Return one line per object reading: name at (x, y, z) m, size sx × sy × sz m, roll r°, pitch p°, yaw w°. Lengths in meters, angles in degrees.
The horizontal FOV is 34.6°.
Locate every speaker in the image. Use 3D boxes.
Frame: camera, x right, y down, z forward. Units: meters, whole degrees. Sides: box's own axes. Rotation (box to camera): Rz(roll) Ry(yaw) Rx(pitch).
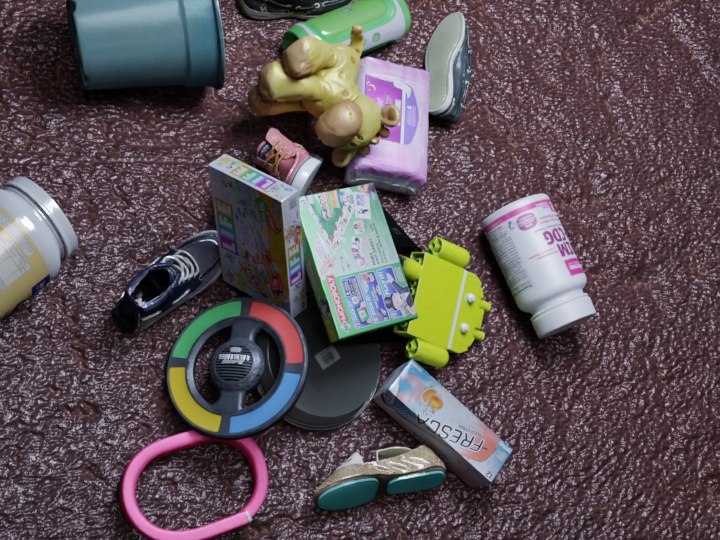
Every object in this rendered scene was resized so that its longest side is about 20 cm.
speaker at (-0.021, -0.372, 1.805) m, size 0.200 × 0.088 × 0.089 m, roll -28°, pitch 82°, yaw -27°

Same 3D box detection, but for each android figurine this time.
android figurine at (0.115, 0.050, 1.684) m, size 0.200 × 0.041 × 0.182 m, roll 24°, pitch 75°, yaw -38°

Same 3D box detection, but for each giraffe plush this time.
giraffe plush at (-0.039, -0.239, 1.674) m, size 0.200 × 0.173 × 0.162 m, roll -25°, pitch 82°, yaw -32°

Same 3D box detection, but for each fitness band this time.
fitness band at (-0.216, 0.282, 1.516) m, size 0.200 × 0.037 × 0.144 m, roll -14°, pitch 76°, yaw -25°

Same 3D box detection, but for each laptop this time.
laptop at (0.000, 0.000, 1.675) m, size 0.177 × 0.103 × 0.200 m, roll 0°, pitch 40°, yaw -44°

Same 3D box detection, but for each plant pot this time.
plant pot at (-0.309, -0.343, 1.636) m, size 0.196 × 0.200 × 0.200 m, roll -11°, pitch 75°, yaw -16°

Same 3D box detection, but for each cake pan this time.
cake pan at (-0.056, 0.122, 1.622) m, size 0.200 × 0.037 × 0.201 m, roll 7°, pitch 73°, yaw -24°

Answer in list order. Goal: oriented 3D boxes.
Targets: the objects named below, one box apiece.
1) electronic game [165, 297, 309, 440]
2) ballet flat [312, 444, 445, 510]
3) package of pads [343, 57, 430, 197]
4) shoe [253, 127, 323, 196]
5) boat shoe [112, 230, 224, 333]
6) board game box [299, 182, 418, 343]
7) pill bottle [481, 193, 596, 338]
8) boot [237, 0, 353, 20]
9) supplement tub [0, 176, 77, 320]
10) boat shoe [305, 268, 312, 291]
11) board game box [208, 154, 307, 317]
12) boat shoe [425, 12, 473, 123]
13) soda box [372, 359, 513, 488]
electronic game at (-0.165, 0.129, 1.545) m, size 0.200 × 0.042 × 0.200 m, roll -6°, pitch 64°, yaw 12°
ballet flat at (0.019, 0.282, 1.599) m, size 0.200 × 0.071 × 0.065 m, roll -5°, pitch 45°, yaw -25°
package of pads at (0.041, -0.219, 1.776) m, size 0.120 × 0.076 × 0.200 m, roll 10°, pitch 67°, yaw -18°
shoe at (-0.109, -0.149, 1.644) m, size 0.091 × 0.200 × 0.072 m, roll 28°, pitch 101°, yaw -4°
boat shoe at (-0.247, 0.004, 1.576) m, size 0.075 × 0.093 × 0.200 m, roll 45°, pitch 62°, yaw 0°
board game box at (-0.011, -0.013, 1.569) m, size 0.134 × 0.029 × 0.200 m, roll -13°, pitch 81°, yaw -33°
pill bottle at (0.275, -0.006, 1.763) m, size 0.113 × 0.113 × 0.200 m, roll -18°, pitch 78°, yaw -25°
boot at (-0.079, -0.453, 1.776) m, size 0.200 × 0.151 × 0.073 m, roll -9°, pitch 74°, yaw -23°
supplement tub at (-0.477, -0.013, 1.468) m, size 0.145 × 0.145 × 0.200 m, roll 47°, pitch 63°, yaw 1°
boat shoe at (-0.128, -0.058, 1.656) m, size 0.072 × 0.061 × 0.201 m, roll -37°, pitch 106°, yaw -21°
board game box at (-0.136, -0.044, 1.552) m, size 0.134 × 0.200 × 0.034 m, roll 27°, pitch 48°, yaw 31°
boat shoe at (0.151, -0.324, 1.864) m, size 0.066 × 0.074 × 0.200 m, roll 34°, pitch 49°, yaw -38°
soda box at (0.117, 0.220, 1.643) m, size 0.200 × 0.068 × 0.064 m, roll 41°, pitch 62°, yaw -3°
